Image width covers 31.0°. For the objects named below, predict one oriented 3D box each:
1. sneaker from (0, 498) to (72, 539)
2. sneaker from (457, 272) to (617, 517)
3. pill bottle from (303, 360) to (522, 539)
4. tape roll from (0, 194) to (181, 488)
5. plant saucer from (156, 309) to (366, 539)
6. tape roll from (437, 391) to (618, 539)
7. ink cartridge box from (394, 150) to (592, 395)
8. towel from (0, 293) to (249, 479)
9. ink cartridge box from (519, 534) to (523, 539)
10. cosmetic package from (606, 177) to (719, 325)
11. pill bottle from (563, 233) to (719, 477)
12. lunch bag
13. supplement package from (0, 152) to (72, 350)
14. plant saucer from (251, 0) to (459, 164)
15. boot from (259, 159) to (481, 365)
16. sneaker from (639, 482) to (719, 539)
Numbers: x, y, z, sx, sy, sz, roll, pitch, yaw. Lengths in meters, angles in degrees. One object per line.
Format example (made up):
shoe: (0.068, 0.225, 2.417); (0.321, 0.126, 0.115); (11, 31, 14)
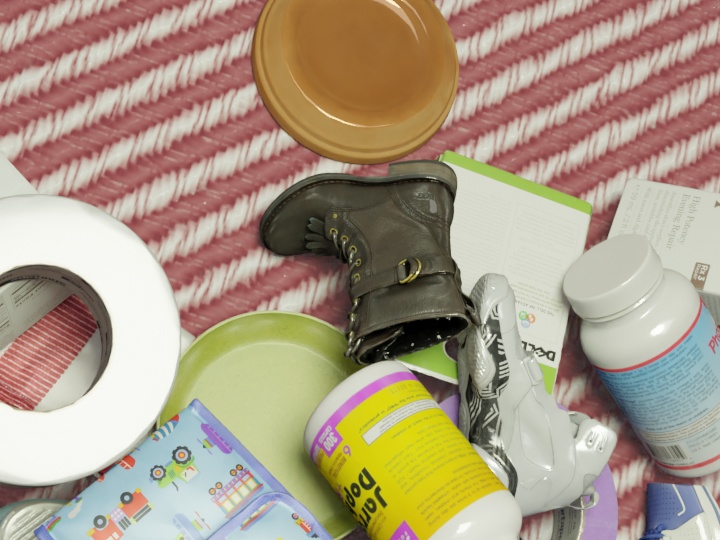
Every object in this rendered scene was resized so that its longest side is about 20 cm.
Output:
sneaker: (-0.197, 0.215, 1.011); (0.199, 0.082, 0.075); (27, 76, -31)
sneaker: (0.139, 0.102, 1.035); (0.113, 0.075, 0.203); (-1, 94, -10)
pill bottle: (0.050, 0.171, 0.970); (0.104, 0.105, 0.200); (-30, 61, -20)
tape roll: (-0.230, 0.051, 0.919); (0.198, 0.066, 0.203); (4, 78, -18)
plant saucer: (-0.067, 0.132, 1.057); (0.197, 0.031, 0.203); (5, 66, -11)
tape roll: (0.114, 0.201, 1.094); (0.197, 0.066, 0.203); (4, 74, -13)
ink cartridge box: (0.107, 0.018, 1.134); (0.146, 0.076, 0.202); (19, 68, -8)
towel: (-0.209, 0.087, 1.067); (0.199, 0.023, 0.145); (36, 68, -2)
ink cartridge box: (0.144, 0.313, 1.000); (0.037, 0.095, 0.203); (-6, 114, -13)
cosmetic package: (0.323, -0.009, 1.155); (0.198, 0.074, 0.103); (11, 68, 27)
pill bottle: (0.256, 0.071, 1.109); (0.109, 0.108, 0.201); (-45, 115, -21)
lunch bag: (-0.103, 0.217, 0.906); (0.199, 0.095, 0.150); (39, 60, 23)
supplement package: (-0.342, 0.000, 1.002); (0.200, 0.111, 0.156); (-41, 79, -22)
plant saucer: (-0.001, -0.198, 1.195); (0.197, 0.037, 0.203); (4, 73, -13)
boot: (0.000, 0.000, 1.052); (0.198, 0.069, 0.176); (-15, 48, 21)
sneaker: (0.249, 0.280, 1.098); (0.114, 0.081, 0.202); (1, 76, -16)
